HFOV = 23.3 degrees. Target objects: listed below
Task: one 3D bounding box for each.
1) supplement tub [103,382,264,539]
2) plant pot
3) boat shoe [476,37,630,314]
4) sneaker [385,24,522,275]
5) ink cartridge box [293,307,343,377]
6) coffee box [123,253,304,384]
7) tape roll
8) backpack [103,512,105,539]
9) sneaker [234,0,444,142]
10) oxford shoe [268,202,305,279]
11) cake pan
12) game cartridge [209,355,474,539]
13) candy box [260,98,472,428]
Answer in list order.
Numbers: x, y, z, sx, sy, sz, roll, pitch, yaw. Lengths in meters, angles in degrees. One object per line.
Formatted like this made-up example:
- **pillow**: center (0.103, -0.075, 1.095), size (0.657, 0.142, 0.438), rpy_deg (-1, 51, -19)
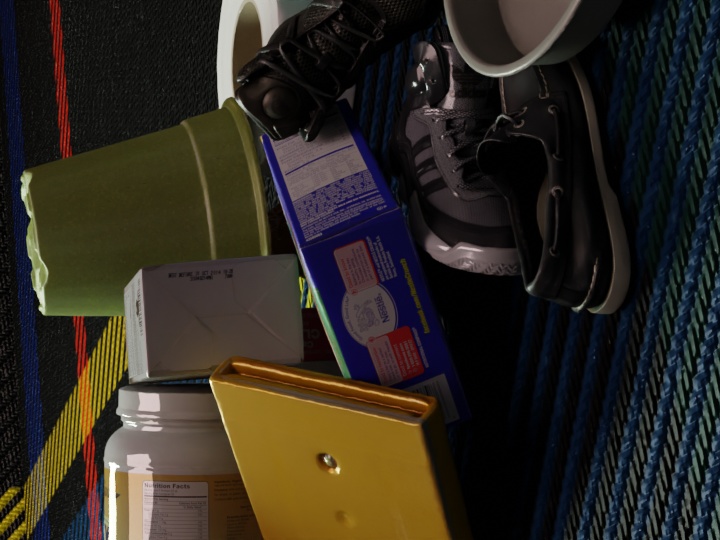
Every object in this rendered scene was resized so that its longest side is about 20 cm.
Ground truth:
- **supplement tub**: center (-0.124, 0.189, 1.325), size (0.144, 0.143, 0.203), rpy_deg (179, 92, -70)
- **plant pot**: center (-0.187, -0.037, 1.478), size (0.200, 0.188, 0.203), rpy_deg (173, 90, -76)
- **boat shoe**: center (0.102, -0.064, 1.039), size (0.075, 0.065, 0.201), rpy_deg (121, 144, -57)
- **sneaker**: center (0.067, -0.084, 1.122), size (0.201, 0.075, 0.115), rpy_deg (-117, 30, -56)
- **ink cartridge box**: center (-0.047, 0.141, 1.438), size (0.147, 0.085, 0.203), rpy_deg (145, 124, -66)
- **coffee box**: center (-0.114, 0.039, 1.299), size (0.200, 0.113, 0.081), rpy_deg (155, 110, -78)
- **tape roll**: center (-0.067, -0.181, 1.509), size (0.202, 0.070, 0.205), rpy_deg (180, 90, -71)
- **backpack**: center (-0.128, 0.261, 1.540), size (0.146, 0.182, 0.203), rpy_deg (-17, 75, 46)
- **sneaker**: center (-0.015, -0.150, 1.174), size (0.199, 0.076, 0.115), rpy_deg (-30, 24, 47)
- **oxford shoe**: center (-0.042, -0.040, 1.443), size (0.200, 0.070, 0.072), rpy_deg (130, 137, -59)
- **cake pan**: center (0.110, -0.210, 1.017), size (0.200, 0.036, 0.203), rpy_deg (-31, 55, 58)
- **game cartridge**: center (-0.003, 0.157, 1.170), size (0.175, 0.032, 0.202), rpy_deg (10, 131, 34)
- **candy box**: center (0.000, 0.000, 1.201), size (0.200, 0.076, 0.171), rpy_deg (-111, 1, -63)
